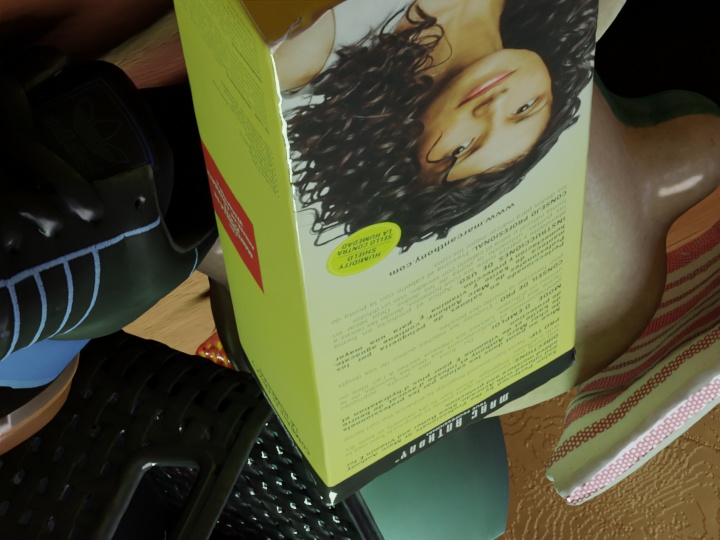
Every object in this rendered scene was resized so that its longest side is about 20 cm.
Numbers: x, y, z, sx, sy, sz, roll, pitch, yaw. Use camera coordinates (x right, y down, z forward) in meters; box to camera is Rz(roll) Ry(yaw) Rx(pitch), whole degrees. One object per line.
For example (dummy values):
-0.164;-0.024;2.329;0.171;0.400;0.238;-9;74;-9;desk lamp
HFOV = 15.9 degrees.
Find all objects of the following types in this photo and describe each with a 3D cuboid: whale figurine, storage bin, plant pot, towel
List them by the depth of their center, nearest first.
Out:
0.020;-0.039;0.694;0.158;0.104;0.200;-9;148;-8;whale figurine
-0.065;0.113;0.741;0.136;0.093;0.200;-64;158;-21;storage bin
0.118;-0.006;0.776;0.146;0.030;0.200;-43;-178;15;towel
-0.005;0.109;1.496;0.200;0.161;0.201;-27;175;-3;plant pot

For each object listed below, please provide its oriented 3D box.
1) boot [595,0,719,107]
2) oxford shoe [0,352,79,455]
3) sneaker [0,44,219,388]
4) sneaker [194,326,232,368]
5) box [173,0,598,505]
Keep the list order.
0.123;-0.083;0.786;0.162;0.074;0.198;-29;180;-1;boot
-0.157;0.057;0.653;0.199;0.071;0.071;-22;138;6;oxford shoe
-0.088;-0.011;0.529;0.078;0.070;0.200;-40;172;19;sneaker
0.000;0.000;1.102;0.200;0.073;0.077;-27;-162;47;sneaker
0.007;-0.024;0.541;0.075;0.050;0.200;-29;155;-11;box
